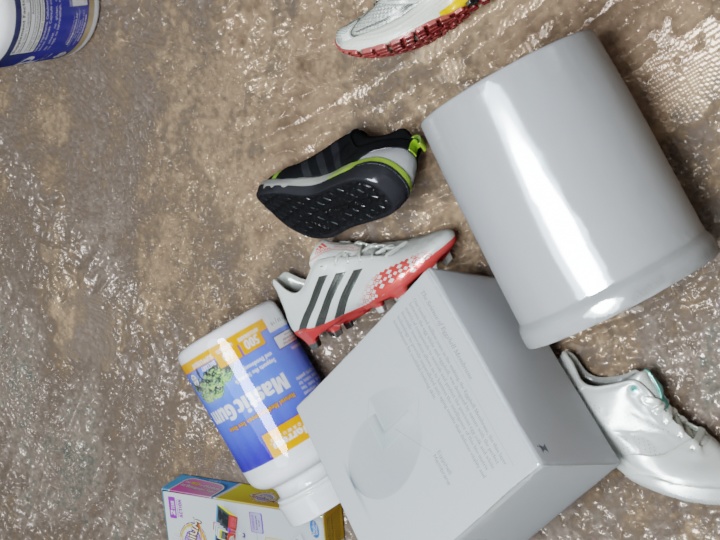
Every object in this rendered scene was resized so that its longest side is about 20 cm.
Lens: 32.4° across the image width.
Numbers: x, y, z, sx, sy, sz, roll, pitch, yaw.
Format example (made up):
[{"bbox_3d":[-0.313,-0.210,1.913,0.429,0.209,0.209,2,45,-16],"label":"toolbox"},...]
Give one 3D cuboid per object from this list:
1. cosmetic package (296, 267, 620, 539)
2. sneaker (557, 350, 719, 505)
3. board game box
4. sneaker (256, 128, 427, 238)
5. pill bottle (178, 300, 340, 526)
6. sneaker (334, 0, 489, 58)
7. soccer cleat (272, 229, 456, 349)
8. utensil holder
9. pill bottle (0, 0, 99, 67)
[{"bbox_3d":[0.079,0.140,1.070,0.200,0.123,0.200,-48,55,31],"label":"cosmetic package"},{"bbox_3d":[0.246,0.129,1.048,0.199,0.075,0.089,20,108,24],"label":"sneaker"},{"bbox_3d":[-0.110,0.303,1.302,0.199,0.040,0.154,4,106,27],"label":"board game box"},{"bbox_3d":[-0.012,-0.085,1.131,0.199,0.083,0.072,-4,138,48],"label":"sneaker"},{"bbox_3d":[-0.082,0.140,1.198,0.112,0.112,0.201,-31,88,31],"label":"pill bottle"},{"bbox_3d":[0.060,-0.244,1.040,0.199,0.078,0.082,-30,85,22],"label":"sneaker"},{"bbox_3d":[0.000,0.000,1.142,0.200,0.069,0.085,-31,93,35],"label":"soccer cleat"},{"bbox_3d":[0.162,-0.065,0.982,0.169,0.170,0.201,-28,88,31],"label":"utensil holder"},{"bbox_3d":[-0.354,-0.252,1.175,0.119,0.200,0.120,8,108,26],"label":"pill bottle"}]
